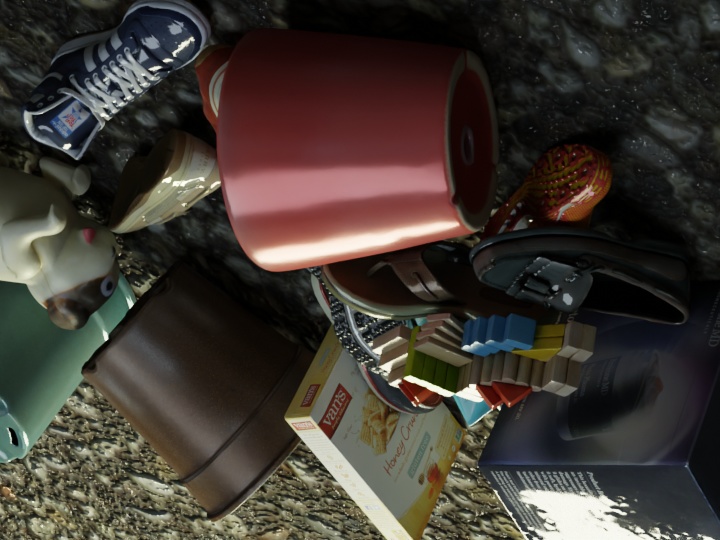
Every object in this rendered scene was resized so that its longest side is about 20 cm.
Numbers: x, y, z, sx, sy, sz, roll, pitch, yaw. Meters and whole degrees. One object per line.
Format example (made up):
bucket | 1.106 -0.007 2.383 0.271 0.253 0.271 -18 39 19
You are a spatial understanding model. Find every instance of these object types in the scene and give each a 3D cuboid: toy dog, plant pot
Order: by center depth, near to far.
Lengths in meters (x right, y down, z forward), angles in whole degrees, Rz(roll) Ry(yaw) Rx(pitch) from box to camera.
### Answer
plant pot | 0.006 -0.097 1.429 0.177 0.201 0.201 -1 137 21
toy dog | -0.326 -0.026 1.748 0.200 0.140 0.194 28 121 -11
plant pot | -0.155 0.109 1.794 0.198 0.200 0.200 41 143 -8
plant pot | -0.362 0.077 1.875 0.200 0.196 0.200 18 143 14

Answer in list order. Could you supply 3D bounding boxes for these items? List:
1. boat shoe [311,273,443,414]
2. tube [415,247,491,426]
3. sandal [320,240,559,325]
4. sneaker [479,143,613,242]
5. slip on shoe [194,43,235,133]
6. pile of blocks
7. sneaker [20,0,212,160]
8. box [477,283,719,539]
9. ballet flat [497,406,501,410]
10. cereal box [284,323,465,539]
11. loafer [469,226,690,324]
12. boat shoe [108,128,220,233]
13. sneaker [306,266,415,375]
boat shoe | 0.029 0.060 1.710 0.062 0.071 0.200 -10 127 37
tube | 0.069 0.032 1.566 0.200 0.050 0.077 64 150 10
sandal | 0.068 0.002 1.499 0.200 0.080 0.057 10 139 4
sneaker | 0.164 -0.045 1.496 0.077 0.073 0.200 19 154 -12
slip on shoe | -0.094 -0.120 1.570 0.061 0.074 0.200 47 167 37
pile of blocks | 0.093 0.078 1.470 0.200 0.062 0.082 -9 149 35
sneaker | -0.212 -0.161 1.547 0.200 0.109 0.070 -16 127 45
box | 0.235 0.121 1.533 0.198 0.200 0.123 -4 134 35
ballet flat | 0.190 0.133 1.694 0.199 0.070 0.070 12 142 21
cereal box | 0.018 0.149 1.761 0.039 0.144 0.200 -7 134 39
loafer | 0.183 0.007 1.460 0.199 0.063 0.072 3 151 -25
boat shoe | -0.178 -0.073 1.672 0.065 0.072 0.200 17 158 -22
sneaker | 0.000 0.000 1.607 0.074 0.080 0.200 -22 106 30
